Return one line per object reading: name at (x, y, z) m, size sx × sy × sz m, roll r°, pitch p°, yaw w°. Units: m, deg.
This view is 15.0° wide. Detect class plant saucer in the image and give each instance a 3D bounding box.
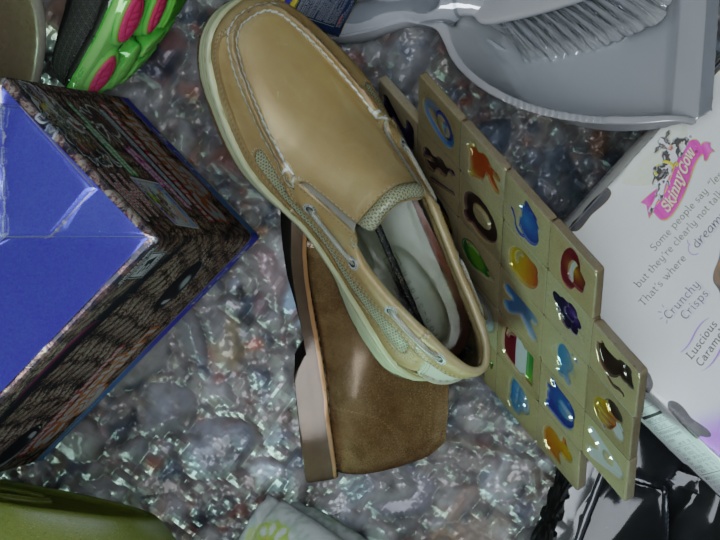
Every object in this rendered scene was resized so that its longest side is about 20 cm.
plant saucer at (-0.172, 0.114, 1.260) m, size 0.199 × 0.200 × 0.031 m, roll 9°, pitch 88°, yaw 2°

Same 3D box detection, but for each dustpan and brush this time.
dustpan and brush at (0.066, -0.122, 1.271) m, size 0.199 × 0.057 × 0.140 m, roll -11°, pitch 62°, yaw 35°

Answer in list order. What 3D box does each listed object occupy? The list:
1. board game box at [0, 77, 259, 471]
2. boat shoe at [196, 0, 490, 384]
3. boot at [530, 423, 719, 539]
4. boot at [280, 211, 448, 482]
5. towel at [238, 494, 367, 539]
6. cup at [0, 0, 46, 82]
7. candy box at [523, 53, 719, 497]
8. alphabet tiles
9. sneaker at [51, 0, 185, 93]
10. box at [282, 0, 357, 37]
board game box at (-0.152, 0.007, 1.233) m, size 0.097 × 0.200 × 0.159 m, roll 46°, pitch 99°, yaw 6°
boat shoe at (0.002, -0.037, 1.217) m, size 0.072 × 0.076 × 0.200 m, roll -40°, pitch 107°, yaw -14°
boot at (0.183, 0.152, 1.317) m, size 0.199 × 0.066 × 0.165 m, roll 18°, pitch 101°, yaw -4°
boot at (0.000, 0.000, 1.298) m, size 0.075 × 0.074 × 0.201 m, roll -6°, pitch 108°, yaw 2°
towel at (-0.007, 0.226, 1.304) m, size 0.200 × 0.048 × 0.172 m, roll 32°, pitch 100°, yaw 25°
cup at (-0.265, -0.099, 1.250) m, size 0.143 × 0.200 × 0.201 m, roll 38°, pitch 100°, yaw 25°
candy box at (0.195, 0.013, 1.257) m, size 0.200 × 0.072 × 0.168 m, roll 43°, pitch 81°, yaw 1°
alphabet tiles at (0.065, 0.007, 1.231) m, size 0.006 × 0.167 × 0.200 m, roll -27°, pitch 56°, yaw -19°
sneaker at (-0.120, -0.181, 1.283) m, size 0.083 × 0.077 × 0.201 m, roll 10°, pitch 96°, yaw 19°
box at (-0.001, -0.214, 1.258) m, size 0.070 × 0.064 × 0.200 m, roll 32°, pitch 99°, yaw 19°
